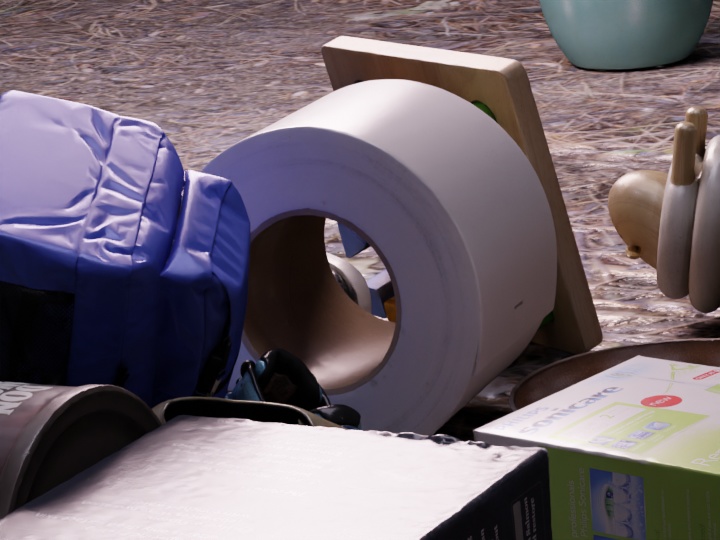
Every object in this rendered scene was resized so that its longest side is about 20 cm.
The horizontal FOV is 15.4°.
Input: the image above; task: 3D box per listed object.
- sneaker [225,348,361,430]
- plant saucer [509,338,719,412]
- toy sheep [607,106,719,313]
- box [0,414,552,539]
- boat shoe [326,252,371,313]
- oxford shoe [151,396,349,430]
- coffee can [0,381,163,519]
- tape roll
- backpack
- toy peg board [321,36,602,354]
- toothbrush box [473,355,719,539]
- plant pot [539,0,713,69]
[{"bbox_3d":[-0.048,0.084,1.441,0.078,0.091,0.200,4,10,-33],"label":"sneaker"},{"bbox_3d":[0.185,0.080,1.518,0.199,0.032,0.200,-4,15,1],"label":"plant saucer"},{"bbox_3d":[0.259,-0.031,1.725,0.199,0.139,0.138,9,18,15],"label":"toy sheep"},{"bbox_3d":[-0.043,0.151,1.147,0.196,0.118,0.200,3,15,28],"label":"box"},{"bbox_3d":[-0.080,0.010,1.811,0.060,0.074,0.199,-12,23,-42],"label":"boat shoe"},{"bbox_3d":[-0.018,0.107,1.307,0.199,0.071,0.075,11,-27,-13],"label":"oxford shoe"},{"bbox_3d":[-0.205,0.122,1.260,0.199,0.147,0.146,2,16,29],"label":"coffee can"},{"bbox_3d":[0.000,0.000,1.551,0.201,0.204,0.139,1,15,23],"label":"tape roll"},{"bbox_3d":[-0.149,0.040,1.383,0.167,0.201,0.163,16,32,0],"label":"backpack"},{"bbox_3d":[0.035,-0.034,1.717,0.098,0.201,0.199,-31,25,-28],"label":"toy peg board"},{"bbox_3d":[0.177,0.110,1.298,0.199,0.087,0.145,6,18,42],"label":"toothbrush box"},{"bbox_3d":[0.266,-0.292,2.671,0.199,0.162,0.201,-4,15,1],"label":"plant pot"}]
